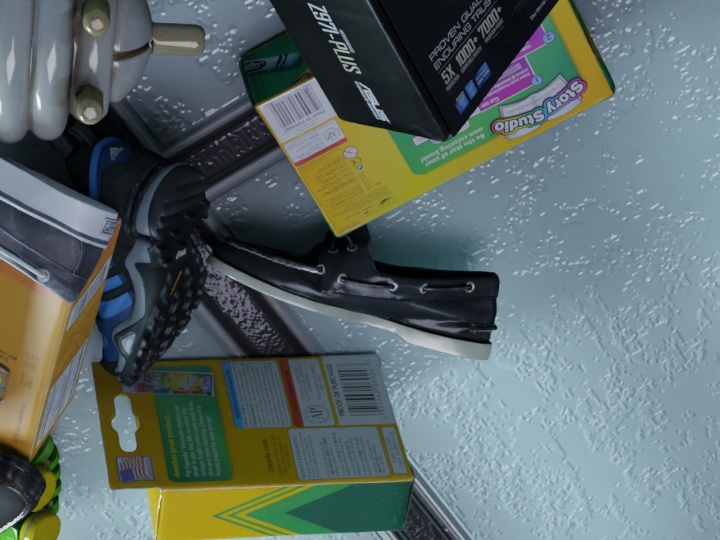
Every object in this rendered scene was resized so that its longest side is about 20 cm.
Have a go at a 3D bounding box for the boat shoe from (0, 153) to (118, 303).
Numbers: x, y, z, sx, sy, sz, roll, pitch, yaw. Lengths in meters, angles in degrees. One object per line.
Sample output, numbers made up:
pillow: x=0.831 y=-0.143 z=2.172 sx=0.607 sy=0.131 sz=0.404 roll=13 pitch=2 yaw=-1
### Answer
boat shoe: x=-0.235 y=-0.044 z=1.200 sx=0.199 sy=0.072 sz=0.068 roll=26 pitch=92 yaw=4

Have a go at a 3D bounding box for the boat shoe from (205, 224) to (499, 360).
boat shoe: x=0.001 y=0.001 z=1.389 sx=0.198 sy=0.075 sz=0.067 roll=18 pitch=96 yaw=-9

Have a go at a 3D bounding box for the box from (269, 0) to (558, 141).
box: x=0.040 y=-0.200 z=1.160 sx=0.200 sy=0.086 sz=0.164 roll=-52 pitch=133 yaw=-24

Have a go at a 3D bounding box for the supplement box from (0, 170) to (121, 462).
supplement box: x=-0.204 y=0.033 z=1.318 sx=0.066 sy=0.069 sz=0.201 roll=28 pitch=138 yaw=3

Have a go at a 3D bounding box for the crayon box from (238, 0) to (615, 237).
crayon box: x=0.042 y=-0.118 z=1.308 sx=0.199 sy=0.058 sz=0.119 roll=-27 pitch=130 yaw=7

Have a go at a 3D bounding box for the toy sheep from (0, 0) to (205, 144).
toy sheep: x=-0.185 y=-0.131 z=1.191 sx=0.198 sy=0.138 sz=0.139 roll=8 pitch=126 yaw=-9

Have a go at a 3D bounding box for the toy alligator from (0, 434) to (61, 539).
toy alligator: x=-0.227 y=0.167 z=1.471 sx=0.054 sy=0.059 sz=0.201 roll=-38 pitch=142 yaw=-38

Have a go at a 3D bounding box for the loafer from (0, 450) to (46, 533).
loafer: x=-0.284 y=0.173 z=1.401 sx=0.199 sy=0.073 sz=0.073 roll=-26 pitch=123 yaw=35

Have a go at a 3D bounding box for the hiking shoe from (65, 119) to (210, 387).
hiking shoe: x=-0.146 y=-0.011 z=1.346 sx=0.086 sy=0.074 sz=0.201 roll=32 pitch=139 yaw=15

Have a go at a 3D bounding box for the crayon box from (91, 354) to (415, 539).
crayon box: x=-0.075 y=0.116 z=1.420 sx=0.198 sy=0.126 sz=0.052 roll=0 pitch=128 yaw=-14
